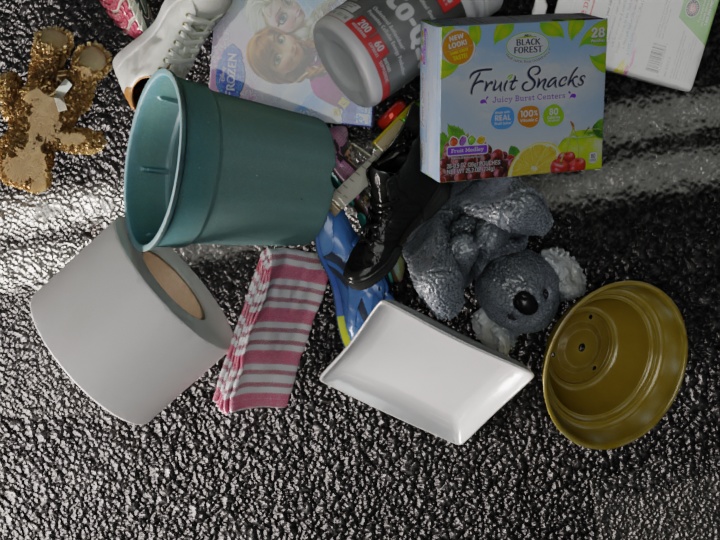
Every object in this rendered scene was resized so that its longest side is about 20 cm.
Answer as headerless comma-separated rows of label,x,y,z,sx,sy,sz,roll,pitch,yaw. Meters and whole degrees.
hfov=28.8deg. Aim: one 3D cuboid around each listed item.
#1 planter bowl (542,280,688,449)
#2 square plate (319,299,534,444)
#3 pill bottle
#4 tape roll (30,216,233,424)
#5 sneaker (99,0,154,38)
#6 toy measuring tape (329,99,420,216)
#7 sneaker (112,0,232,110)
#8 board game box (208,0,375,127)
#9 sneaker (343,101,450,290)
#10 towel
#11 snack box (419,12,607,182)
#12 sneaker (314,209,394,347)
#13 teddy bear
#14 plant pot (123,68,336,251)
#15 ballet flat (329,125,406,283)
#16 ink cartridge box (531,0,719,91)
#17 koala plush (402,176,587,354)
planter bowl,0.277,0.100,1.639,0.199,0.083,0.202,-7,107,-24
square plate,0.075,0.117,1.638,0.197,0.029,0.200,25,142,-10
pill bottle,0.056,-0.280,1.567,0.199,0.114,0.114,-37,95,-17
tape roll,-0.262,0.058,1.625,0.139,0.203,0.203,-41,94,8
sneaker,-0.273,-0.366,1.626,0.074,0.080,0.202,-24,107,-26
toy measuring tape,0.028,-0.136,1.631,0.074,0.074,0.200,44,80,-4
sneaker,-0.203,-0.253,1.603,0.200,0.072,0.085,-39,59,35
board game box,-0.073,-0.276,1.641,0.198,0.041,0.202,5,98,3
sneaker,0.031,-0.082,1.575,0.200,0.060,0.104,-48,131,-9
towel,-0.096,0.071,1.647,0.030,0.146,0.201,24,100,27
snack box,0.166,-0.191,1.532,0.198,0.068,0.170,-5,107,-19
sneaker,0.000,0.000,1.652,0.078,0.066,0.202,-8,109,24
teddy bear,-0.369,-0.190,1.670,0.144,0.067,0.202,7,93,-7
plant pot,-0.143,-0.111,1.574,0.195,0.200,0.202,6,100,-25
ballet flat,0.014,-0.084,1.658,0.071,0.069,0.201,-33,94,-8
ink cartridge box,0.294,-0.286,1.603,0.198,0.067,0.118,16,101,0
koala plush,0.163,-0.005,1.627,0.177,0.184,0.200,-43,115,6
